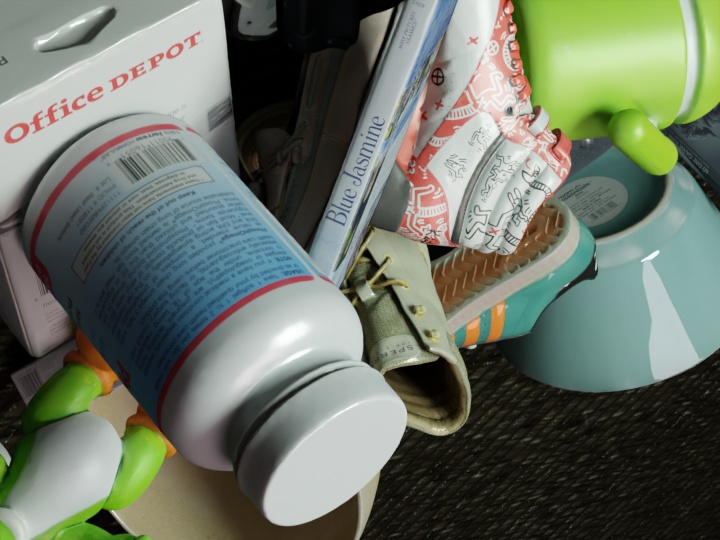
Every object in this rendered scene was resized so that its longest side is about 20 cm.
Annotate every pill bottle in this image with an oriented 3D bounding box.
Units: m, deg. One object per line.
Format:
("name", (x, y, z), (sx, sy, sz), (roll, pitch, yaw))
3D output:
("pill bottle", (-0.070, 0.024, 0.883), (0.109, 0.200, 0.109), (-30, 148, -21))

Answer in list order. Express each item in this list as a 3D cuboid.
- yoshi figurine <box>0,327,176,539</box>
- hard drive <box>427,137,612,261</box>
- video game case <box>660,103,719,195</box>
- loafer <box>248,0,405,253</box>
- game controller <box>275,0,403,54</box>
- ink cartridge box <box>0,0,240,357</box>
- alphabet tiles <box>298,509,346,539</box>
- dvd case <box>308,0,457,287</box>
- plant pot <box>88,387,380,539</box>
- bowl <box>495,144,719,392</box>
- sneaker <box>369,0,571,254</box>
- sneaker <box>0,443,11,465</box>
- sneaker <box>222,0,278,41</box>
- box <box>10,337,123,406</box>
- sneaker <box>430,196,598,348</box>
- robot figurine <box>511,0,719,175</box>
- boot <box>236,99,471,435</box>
("yoshi figurine", (-0.170, 0.119, 0.954), (0.200, 0.112, 0.112), (-49, 139, -21))
("hard drive", (0.089, -0.085, 1.265), (0.200, 0.042, 0.135), (-32, 149, -17))
("video game case", (0.255, -0.158, 1.270), (0.019, 0.143, 0.200), (-18, 142, -33))
("loafer", (-0.032, -0.080, 1.046), (0.200, 0.063, 0.072), (-66, -163, -13))
("game controller", (0.002, -0.182, 0.902), (0.104, 0.042, 0.200), (-44, 164, -19))
("ink cartridge box", (-0.144, -0.069, 0.962), (0.146, 0.083, 0.200), (-31, 149, -20))
("alphabet tiles", (-0.071, 0.173, 1.283), (0.167, 0.200, 0.008), (-43, 113, 0))
("dvd case", (0.011, -0.071, 0.960), (0.143, 0.018, 0.200), (-61, 173, -67))
("plant pot", (-0.066, 0.090, 1.186), (0.135, 0.200, 0.201), (-54, 167, -50))
("bowl", (0.181, -0.018, 1.342), (0.201, 0.201, 0.105), (-33, 130, -17))
("sneaker", (0.077, -0.109, 1.071), (0.108, 0.067, 0.202), (16, 98, -10))
("sneaker", (-0.294, 0.186, 1.120), (0.112, 0.073, 0.200), (-1, 132, -52))
("sneaker", (-0.060, -0.172, 0.939), (0.200, 0.076, 0.115), (7, 122, -56))
("box", (-0.132, 0.042, 1.062), (0.200, 0.042, 0.039), (-28, -178, 45))
("sneaker", (0.073, 0.027, 1.257), (0.200, 0.071, 0.080), (-28, 139, 16))
("robot figurine", (0.150, -0.142, 1.159), (0.199, 0.176, 0.116), (-8, 159, -12))
("boot", (0.000, 0.000, 1.123), (0.072, 0.155, 0.200), (-28, 135, 12))
